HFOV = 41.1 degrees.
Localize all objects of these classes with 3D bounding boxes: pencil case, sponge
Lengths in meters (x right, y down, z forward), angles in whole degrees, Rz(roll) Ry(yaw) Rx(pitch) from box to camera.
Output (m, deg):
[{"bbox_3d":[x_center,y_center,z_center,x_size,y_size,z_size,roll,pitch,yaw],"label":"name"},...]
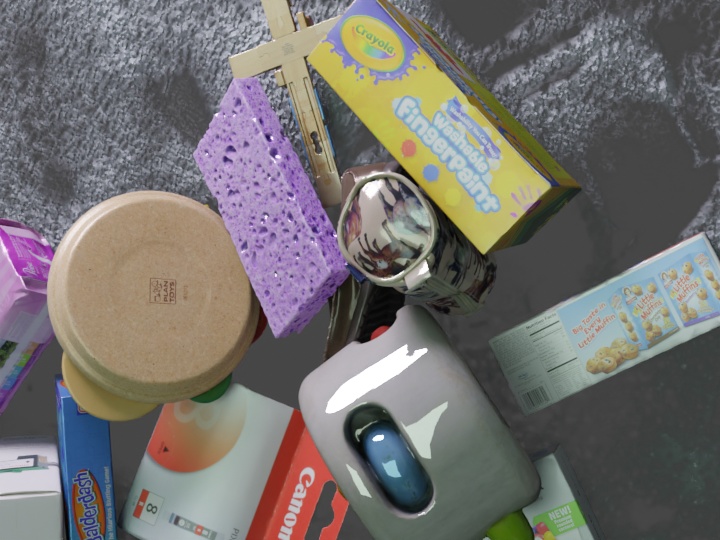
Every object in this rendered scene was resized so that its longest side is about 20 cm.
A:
[{"bbox_3d":[0.051,-0.011,0.761,0.077,0.200,0.091,-23,73,17],"label":"pencil case"},{"bbox_3d":[-0.082,-0.055,0.849,0.112,0.029,0.202,-46,64,47],"label":"sponge"}]

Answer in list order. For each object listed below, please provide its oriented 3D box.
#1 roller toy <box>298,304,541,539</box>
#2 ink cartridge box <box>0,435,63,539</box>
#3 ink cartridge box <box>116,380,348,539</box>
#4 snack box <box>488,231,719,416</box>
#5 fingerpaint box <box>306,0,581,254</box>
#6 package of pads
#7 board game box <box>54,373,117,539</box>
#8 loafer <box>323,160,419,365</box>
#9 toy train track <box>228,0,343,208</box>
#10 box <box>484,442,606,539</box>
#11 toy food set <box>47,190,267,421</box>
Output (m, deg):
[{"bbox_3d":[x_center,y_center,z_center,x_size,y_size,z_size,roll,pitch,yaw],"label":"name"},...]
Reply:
[{"bbox_3d":[0.040,0.133,0.757,0.139,0.201,0.183,-34,126,1],"label":"roller toy"},{"bbox_3d":[-0.327,0.254,0.916,0.083,0.200,0.149,-1,96,-19],"label":"ink cartridge box"},{"bbox_3d":[-0.109,0.193,0.875,0.197,0.050,0.165,16,78,27],"label":"ink cartridge box"},{"bbox_3d":[0.207,0.046,0.791,0.198,0.024,0.073,-29,83,20],"label":"snack box"},{"bbox_3d":[0.071,-0.112,0.756,0.073,0.166,0.200,-45,79,17],"label":"fingerpaint box"},{"bbox_3d":[-0.377,0.060,0.973,0.201,0.075,0.121,-52,52,16],"label":"package of pads"},{"bbox_3d":[-0.263,0.208,0.922,0.044,0.152,0.204,-5,93,-19],"label":"board game box"},{"bbox_3d":[0.000,0.000,0.850,0.070,0.073,0.204,17,97,31],"label":"loafer"},{"bbox_3d":[-0.049,-0.158,0.873,0.113,0.033,0.204,-16,94,14],"label":"toy train track"},{"bbox_3d":[0.144,0.273,0.825,0.154,0.041,0.203,-26,84,20],"label":"box"},{"bbox_3d":[-0.181,0.026,0.868,0.049,0.195,0.203,-38,67,63],"label":"toy food set"}]
